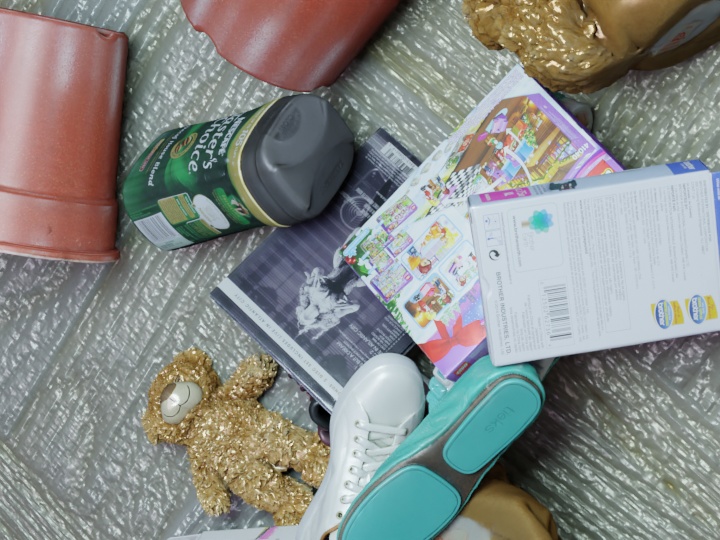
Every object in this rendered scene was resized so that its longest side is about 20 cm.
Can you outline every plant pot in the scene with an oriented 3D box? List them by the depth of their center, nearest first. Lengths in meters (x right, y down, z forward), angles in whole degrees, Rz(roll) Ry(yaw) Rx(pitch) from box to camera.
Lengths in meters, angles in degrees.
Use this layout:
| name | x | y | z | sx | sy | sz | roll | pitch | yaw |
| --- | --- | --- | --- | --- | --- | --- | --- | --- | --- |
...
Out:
| name | x | y | z | sx | sy | sz | roll | pitch | yaw |
| --- | --- | --- | --- | --- | --- | --- | --- | --- | --- |
| plant pot | -0.034 | -0.258 | 1.252 | 0.201 | 0.200 | 0.195 | 47 | 124 | 14 |
| plant pot | -0.290 | -0.123 | 1.406 | 0.200 | 0.201 | 0.196 | 14 | 96 | 26 |

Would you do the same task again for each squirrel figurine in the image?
| name | x | y | z | sx | sy | sz | roll | pitch | yaw |
| --- | --- | --- | --- | --- | --- | --- | --- | --- | --- |
| squirrel figurine | 0.160 | -0.231 | 1.145 | 0.199 | 0.142 | 0.187 | -32 | 75 | 2 |
| squirrel figurine | 0.123 | 0.226 | 1.257 | 0.142 | 0.186 | 0.200 | -46 | 42 | 18 |

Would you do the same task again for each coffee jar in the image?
| name | x | y | z | sx | sy | sz | roll | pitch | yaw |
| --- | --- | --- | --- | --- | --- | --- | --- | --- | --- |
| coffee jar | -0.100 | -0.080 | 1.326 | 0.199 | 0.104 | 0.085 | -10 | 128 | 45 |

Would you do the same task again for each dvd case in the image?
| name | x | y | z | sx | sy | sz | roll | pitch | yaw |
| --- | --- | --- | --- | --- | --- | --- | --- | --- | --- |
| dvd case | 0.000 | 0.000 | 1.300 | 0.149 | 0.016 | 0.200 | 42 | 78 | 16 |

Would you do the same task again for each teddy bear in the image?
| name | x | y | z | sx | sy | sz | roll | pitch | yaw |
| --- | --- | --- | --- | --- | --- | --- | --- | --- | --- |
| teddy bear | -0.108 | 0.147 | 1.415 | 0.200 | 0.067 | 0.145 | 49 | 114 | 13 |

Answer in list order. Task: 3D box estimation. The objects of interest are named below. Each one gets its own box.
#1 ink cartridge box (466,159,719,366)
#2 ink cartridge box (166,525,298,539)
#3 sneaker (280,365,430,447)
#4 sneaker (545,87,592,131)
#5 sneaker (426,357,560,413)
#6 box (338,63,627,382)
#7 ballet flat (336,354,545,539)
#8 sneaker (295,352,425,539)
| name | x | y | z | sx | sy | sz | roll | pitch | yaw |
| --- | --- | --- | --- | --- | --- | --- | --- | --- | --- |
| ink cartridge box | 0.180 | -0.008 | 1.134 | 0.199 | 0.042 | 0.120 | -8 | 107 | 3 |
| ink cartridge box | -0.079 | 0.286 | 1.398 | 0.199 | 0.068 | 0.117 | -9 | 118 | 30 |
| sneaker | -0.030 | 0.084 | 1.333 | 0.200 | 0.115 | 0.076 | 31 | 114 | 21 |
| sneaker | 0.107 | -0.049 | 1.263 | 0.080 | 0.071 | 0.201 | 26 | 93 | 32 |
| sneaker | 0.135 | 0.053 | 1.243 | 0.200 | 0.091 | 0.078 | -48 | 67 | 11 |
| box | 0.096 | -0.034 | 1.203 | 0.200 | 0.039 | 0.137 | -46 | 63 | 11 |
| ballet flat | 0.060 | 0.137 | 1.191 | 0.067 | 0.070 | 0.200 | 39 | 105 | -14 |
| sneaker | 0.009 | 0.164 | 1.243 | 0.085 | 0.072 | 0.201 | -118 | 41 | -60 |
